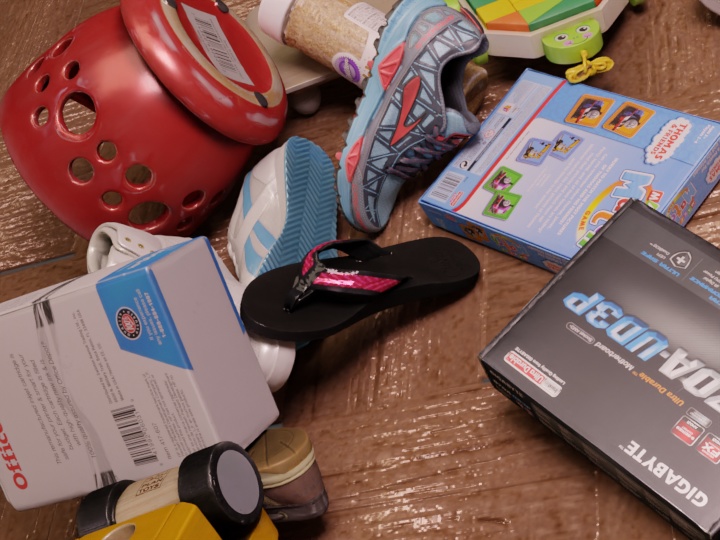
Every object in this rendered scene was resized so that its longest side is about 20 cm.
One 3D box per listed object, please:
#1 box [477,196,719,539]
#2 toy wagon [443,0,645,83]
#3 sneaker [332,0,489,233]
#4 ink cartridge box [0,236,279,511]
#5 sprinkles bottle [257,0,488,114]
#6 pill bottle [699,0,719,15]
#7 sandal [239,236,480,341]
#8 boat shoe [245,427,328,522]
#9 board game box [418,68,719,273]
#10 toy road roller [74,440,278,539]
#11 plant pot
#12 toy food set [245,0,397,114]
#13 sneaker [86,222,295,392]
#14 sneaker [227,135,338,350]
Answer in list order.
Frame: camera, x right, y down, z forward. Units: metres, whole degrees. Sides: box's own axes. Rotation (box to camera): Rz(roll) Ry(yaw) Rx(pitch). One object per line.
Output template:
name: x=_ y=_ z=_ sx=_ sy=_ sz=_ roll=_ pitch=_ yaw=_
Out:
box: x=0.200 y=0.062 z=0.905 sx=0.159 sy=0.046 sz=0.200 roll=-44 pitch=54 yaw=-10
toy wagon: x=0.159 y=-0.221 z=1.183 sx=0.155 sy=0.040 sz=0.200 roll=-21 pitch=36 yaw=-1
sneaker: x=0.043 y=-0.113 z=1.115 sx=0.095 sy=0.200 sz=0.079 roll=24 pitch=22 yaw=18
ink cartridge box: x=-0.181 y=0.076 z=1.005 sx=0.200 sy=0.146 sz=0.084 roll=-16 pitch=12 yaw=29
sprinkles bottle: x=0.010 y=-0.187 z=1.197 sx=0.200 sy=0.068 sz=0.068 roll=32 pitch=71 yaw=17
pill bottle: x=0.337 y=-0.301 z=1.118 sx=0.113 sy=0.113 sz=0.200 roll=7 pitch=57 yaw=36
sandal: x=0.000 y=0.000 z=1.041 sx=0.200 sy=0.045 sz=0.075 roll=-16 pitch=46 yaw=-26
boat shoe: x=-0.104 y=0.158 z=1.018 sx=0.200 sy=0.065 sz=0.073 roll=-10 pitch=18 yaw=46
board game box: x=0.163 y=-0.072 z=1.079 sx=0.200 sy=0.037 sz=0.151 roll=24 pitch=68 yaw=44
toy road roller: x=-0.116 y=0.216 z=0.890 sx=0.123 sy=0.146 sz=0.200 roll=-24 pitch=17 yaw=27
plant pot: x=-0.173 y=-0.137 z=1.203 sx=0.182 sy=0.200 sz=0.201 roll=-38 pitch=39 yaw=22
toy food set: x=-0.009 y=-0.209 z=1.306 sx=0.200 sy=0.060 sz=0.144 roll=-19 pitch=44 yaw=5
sneaker: x=-0.138 y=0.027 z=1.057 sx=0.200 sy=0.115 sz=0.074 roll=38 pitch=109 yaw=49
sneaker: x=-0.068 y=-0.010 z=1.153 sx=0.081 sy=0.076 sz=0.200 roll=-30 pitch=41 yaw=42
